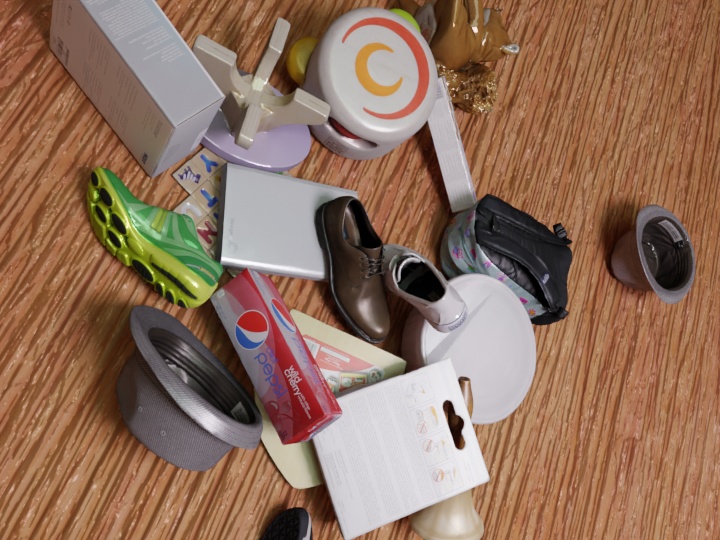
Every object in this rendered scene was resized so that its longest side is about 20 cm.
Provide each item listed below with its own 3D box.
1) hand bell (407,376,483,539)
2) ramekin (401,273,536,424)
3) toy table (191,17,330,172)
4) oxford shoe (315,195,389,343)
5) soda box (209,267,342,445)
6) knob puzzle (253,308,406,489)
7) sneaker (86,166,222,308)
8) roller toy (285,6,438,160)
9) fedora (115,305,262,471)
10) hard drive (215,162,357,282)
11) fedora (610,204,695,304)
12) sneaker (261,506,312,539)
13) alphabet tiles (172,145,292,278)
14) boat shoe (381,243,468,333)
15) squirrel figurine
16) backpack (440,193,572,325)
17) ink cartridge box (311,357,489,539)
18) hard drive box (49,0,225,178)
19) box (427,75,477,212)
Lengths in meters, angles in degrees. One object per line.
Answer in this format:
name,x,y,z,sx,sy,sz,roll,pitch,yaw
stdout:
hand bell,0.122,0.237,0.816,0.102,0.104,0.206,-2,105,-28
ramekin,0.148,0.111,0.904,0.198,0.094,0.208,4,82,-26
toy table,-0.138,-0.221,0.818,0.196,0.117,0.189,11,70,-26
oxford shoe,0.000,0.000,0.836,0.072,0.084,0.205,-22,95,-35
soda box,-0.100,0.100,0.747,0.063,0.070,0.202,-35,71,8
knob puzzle,-0.050,0.181,0.821,0.214,0.030,0.226,2,81,-14
sneaker,-0.247,-0.042,0.753,0.200,0.074,0.084,47,37,-3
roller toy,0.005,-0.259,0.898,0.196,0.139,0.187,-18,91,-21
fedora,-0.201,0.142,0.693,0.200,0.177,0.091,43,90,6
hard drive,-0.094,-0.059,0.853,0.196,0.026,0.136,8,76,-30
fedora,0.524,-0.023,1.151,0.197,0.090,0.181,-22,90,-37
sneaker,-0.080,0.390,0.750,0.082,0.070,0.205,25,66,-47
alphabet tiles,-0.169,-0.083,0.837,0.168,0.008,0.201,47,61,-11
boat shoe,0.070,0.004,0.840,0.074,0.199,0.066,-44,130,-8
squirrel figurine,0.169,-0.354,1.034,0.183,0.140,0.206,-3,93,-39
backpack,0.222,-0.018,0.965,0.197,0.126,0.170,30,50,-19
ink cartridge box,0.043,0.217,0.788,0.195,0.050,0.166,-18,86,-10
hard drive box,-0.266,-0.233,0.736,0.077,0.155,0.202,-40,98,-30
box,0.136,-0.194,0.974,0.039,0.040,0.205,-51,125,-65
